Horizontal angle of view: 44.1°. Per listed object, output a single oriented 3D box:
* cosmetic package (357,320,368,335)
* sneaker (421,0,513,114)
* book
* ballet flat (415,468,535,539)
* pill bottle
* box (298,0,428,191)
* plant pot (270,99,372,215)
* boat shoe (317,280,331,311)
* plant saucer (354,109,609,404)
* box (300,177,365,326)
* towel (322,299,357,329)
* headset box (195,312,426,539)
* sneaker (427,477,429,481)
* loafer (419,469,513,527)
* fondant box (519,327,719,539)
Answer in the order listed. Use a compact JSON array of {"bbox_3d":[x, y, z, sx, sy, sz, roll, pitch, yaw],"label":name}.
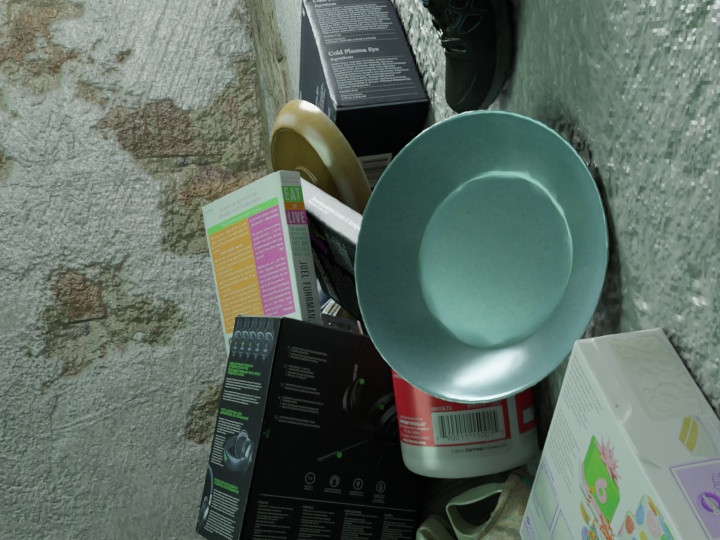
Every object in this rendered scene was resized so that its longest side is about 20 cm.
[{"bbox_3d":[0.045,0.156,1.028,0.104,0.087,0.201,-115,20,-55],"label":"cosmetic package"},{"bbox_3d":[0.071,-0.206,0.662,0.073,0.081,0.201,-112,17,-48],"label":"sneaker"},{"bbox_3d":[-0.093,0.017,0.883,0.133,0.048,0.202,-19,77,49],"label":"book"},{"bbox_3d":[0.087,0.221,0.727,0.067,0.068,0.200,45,124,6],"label":"ballet flat"},{"bbox_3d":[0.078,0.056,0.718,0.112,0.111,0.202,173,90,-79],"label":"pill bottle"},{"bbox_3d":[-0.005,-0.184,1.023,0.201,0.103,0.183,99,159,-55],"label":"box"},{"bbox_3d":[-0.047,-0.087,0.977,0.200,0.027,0.201,46,152,32],"label":"plant pot"},{"bbox_3d":[-0.037,-0.003,1.117,0.200,0.084,0.069,-56,-34,-39],"label":"boat shoe"},{"bbox_3d":[0.084,-0.009,0.621,0.200,0.039,0.203,-7,78,37],"label":"plant saucer"},{"bbox_3d":[0.000,0.000,0.878,0.200,0.036,0.144,34,154,48],"label":"box"},{"bbox_3d":[-0.045,0.120,1.022,0.200,0.030,0.150,-56,-30,-53],"label":"towel"},{"bbox_3d":[-0.031,0.138,0.764,0.093,0.173,0.202,-3,75,57],"label":"headset box"},{"bbox_3d":[0.076,0.167,0.847,0.071,0.075,0.201,-95,24,-56],"label":"sneaker"},{"bbox_3d":[0.065,0.241,0.809,0.200,0.070,0.070,-49,15,24],"label":"loafer"},{"bbox_3d":[0.156,0.155,0.515,0.145,0.058,0.201,-108,14,-45],"label":"fondant box"}]
